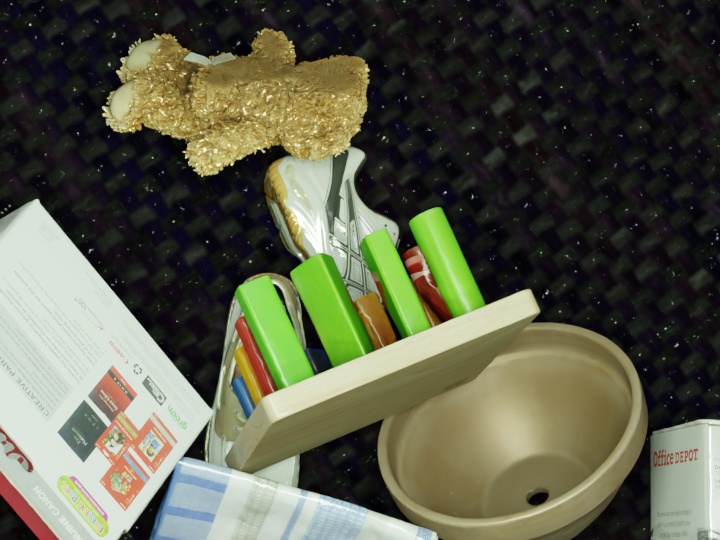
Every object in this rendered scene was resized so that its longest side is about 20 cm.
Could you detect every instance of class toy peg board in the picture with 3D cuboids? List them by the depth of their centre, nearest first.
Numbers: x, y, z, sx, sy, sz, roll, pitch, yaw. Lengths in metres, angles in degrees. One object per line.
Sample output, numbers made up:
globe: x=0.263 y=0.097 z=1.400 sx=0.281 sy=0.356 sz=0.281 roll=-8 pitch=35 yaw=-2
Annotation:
toy peg board: x=-0.005 y=0.046 z=1.554 sx=0.199 sy=0.199 sz=0.098 roll=-21 pitch=79 yaw=-16

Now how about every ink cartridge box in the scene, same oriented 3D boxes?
ink cartridge box: x=-0.222 y=0.087 z=1.513 sx=0.200 sy=0.084 sz=0.176 roll=52 pitch=42 yaw=-15
ink cartridge box: x=0.271 y=0.216 z=1.657 sx=0.084 sy=0.146 sz=0.201 roll=3 pitch=82 yaw=-9

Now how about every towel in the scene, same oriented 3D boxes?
towel: x=-0.053 y=0.205 z=1.618 sx=0.199 sy=0.147 sz=0.024 roll=18 pitch=48 yaw=-5

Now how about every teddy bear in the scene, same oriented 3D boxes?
teddy bear: x=-0.093 y=-0.124 z=1.673 sx=0.199 sy=0.067 sz=0.145 roll=-3 pitch=38 yaw=-6

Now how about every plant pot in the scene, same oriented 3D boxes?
plant pot: x=0.119 y=0.140 z=1.651 sx=0.200 sy=0.201 sz=0.093 roll=-31 pitch=129 yaw=-11

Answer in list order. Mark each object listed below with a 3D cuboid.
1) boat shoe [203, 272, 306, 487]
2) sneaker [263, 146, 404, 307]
boat shoe: x=-0.076 y=0.102 z=1.659 sx=0.074 sy=0.068 sz=0.201 roll=1 pitch=82 yaw=-8
sneaker: x=0.000 y=0.000 z=1.682 sx=0.087 sy=0.076 sz=0.201 roll=-19 pitch=87 yaw=-13
